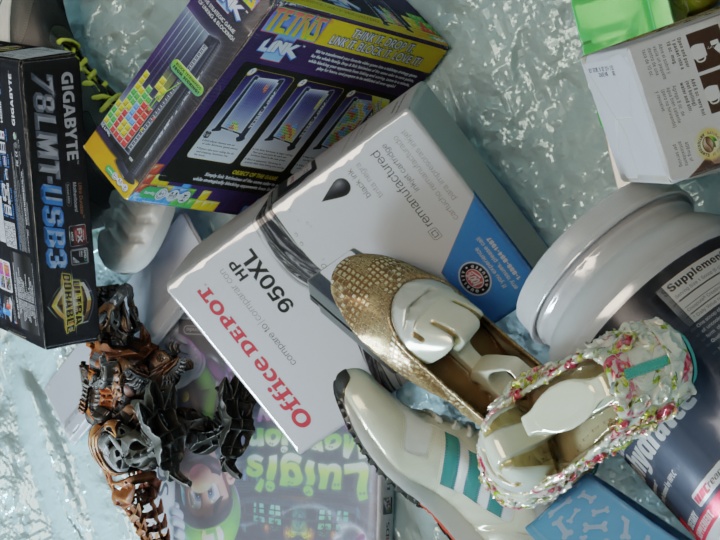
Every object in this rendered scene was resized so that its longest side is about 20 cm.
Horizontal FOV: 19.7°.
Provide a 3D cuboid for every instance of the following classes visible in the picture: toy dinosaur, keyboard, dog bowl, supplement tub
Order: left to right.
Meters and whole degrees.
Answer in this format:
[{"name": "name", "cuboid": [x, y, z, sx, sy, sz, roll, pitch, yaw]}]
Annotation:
[{"name": "keyboard", "cuboid": [-0.169, 0.044, 1.499, 0.200, 0.011, 0.056, -49, 52, 30]}, {"name": "toy dinosaur", "cuboid": [-0.144, 0.108, 1.445, 0.136, 0.102, 0.200, -9, 111, 46]}, {"name": "dog bowl", "cuboid": [0.189, 0.185, 1.206, 0.200, 0.111, 0.050, 35, 91, -17]}, {"name": "supplement tub", "cuboid": [0.198, 0.057, 1.185, 0.200, 0.140, 0.140, 49, 113, 23]}]

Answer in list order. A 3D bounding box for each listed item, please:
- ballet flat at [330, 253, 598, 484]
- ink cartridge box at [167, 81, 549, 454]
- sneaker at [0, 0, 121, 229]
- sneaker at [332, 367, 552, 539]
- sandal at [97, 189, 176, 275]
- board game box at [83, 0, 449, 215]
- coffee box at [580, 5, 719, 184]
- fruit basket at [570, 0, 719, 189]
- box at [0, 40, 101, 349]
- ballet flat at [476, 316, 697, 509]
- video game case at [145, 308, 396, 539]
[{"name": "ballet flat", "cuboid": [0.071, 0.052, 1.241, 0.200, 0.071, 0.065, 38, 155, -3]}, {"name": "ink cartridge box", "cuboid": [0.000, 0.000, 1.324, 0.200, 0.084, 0.145, -35, 99, 17]}, {"name": "sneaker", "cuboid": [-0.206, -0.124, 1.514, 0.085, 0.074, 0.200, -10, 93, 25]}, {"name": "sneaker", "cuboid": [0.069, 0.115, 1.295, 0.093, 0.070, 0.200, -41, 108, 4]}, {"name": "sandal", "cuboid": [-0.124, -0.087, 1.468, 0.082, 0.050, 0.203, 25, 86, 50]}, {"name": "board game box", "cuboid": [-0.057, -0.113, 1.340, 0.057, 0.200, 0.165, 48, 111, 26]}, {"name": "coffee box", "cuboid": [0.236, -0.116, 1.137, 0.200, 0.113, 0.080, -20, 95, -5]}, {"name": "fruit basket", "cuboid": [0.229, -0.157, 1.242, 0.200, 0.094, 0.186, -15, 88, 10]}, {"name": "box", "cuboid": [-0.250, -0.059, 1.461, 0.198, 0.050, 0.200, 16, 113, 58]}, {"name": "ballet flat", "cuboid": [0.105, 0.081, 1.141, 0.200, 0.064, 0.076, -46, 65, 50]}, {"name": "video game case", "cuboid": [-0.065, 0.120, 1.444, 0.200, 0.023, 0.182, 1, 90, 32]}]
